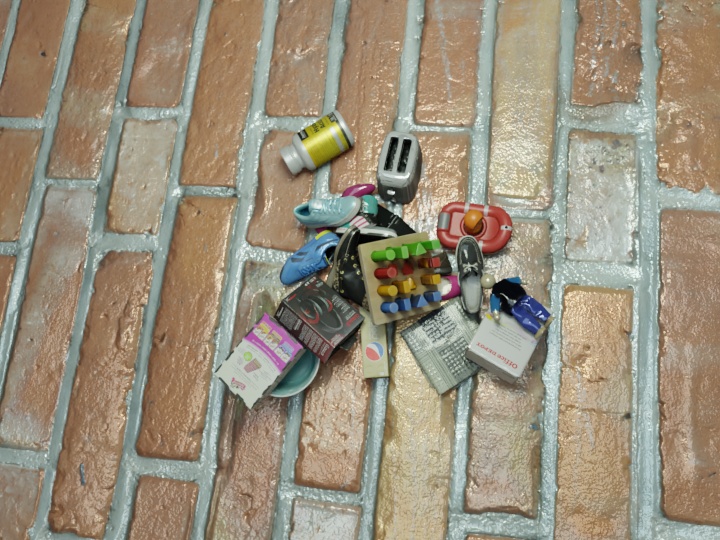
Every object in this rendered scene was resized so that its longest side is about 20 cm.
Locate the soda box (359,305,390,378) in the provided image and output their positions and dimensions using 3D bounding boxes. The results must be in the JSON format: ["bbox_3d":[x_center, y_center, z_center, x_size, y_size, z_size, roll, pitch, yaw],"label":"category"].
[{"bbox_3d":[0.038,0.181,1.702,0.067,0.064,0.202,-5,77,7],"label":"soda box"}]

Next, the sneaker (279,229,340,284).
[{"bbox_3d":[-0.134,-0.024,1.758,0.200,0.066,0.079,-40,51,0],"label":"sneaker"}]

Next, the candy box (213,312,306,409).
[{"bbox_3d":[-0.250,0.228,1.627,0.136,0.061,0.200,40,85,14],"label":"candy box"}]

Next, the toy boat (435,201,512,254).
[{"bbox_3d":[0.298,-0.120,1.697,0.198,0.131,0.132,8,79,10],"label":"toy boat"}]

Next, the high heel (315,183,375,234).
[{"bbox_3d":[-0.039,-0.165,1.787,0.198,0.067,0.097,-25,65,17],"label":"high heel"}]

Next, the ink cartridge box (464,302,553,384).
[{"bbox_3d":[0.371,0.160,1.629,0.144,0.084,0.201,29,71,13],"label":"ink cartridge box"}]

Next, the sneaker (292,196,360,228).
[{"bbox_3d":[-0.096,-0.159,1.717,0.198,0.082,0.075,-15,64,33],"label":"sneaker"}]

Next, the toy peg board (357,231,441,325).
[{"bbox_3d":[0.117,0.016,1.592,0.198,0.098,0.202,-13,94,-26],"label":"toy peg board"}]

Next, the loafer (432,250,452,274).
[{"bbox_3d":[0.143,-0.018,1.716,0.198,0.073,0.072,-4,87,-11],"label":"loafer"}]

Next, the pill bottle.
[{"bbox_3d":[-0.123,-0.352,1.819,0.199,0.111,0.112,-31,75,0],"label":"pill bottle"}]

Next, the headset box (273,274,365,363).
[{"bbox_3d":[-0.095,0.126,1.644,0.200,0.075,0.148,41,43,10],"label":"headset box"}]

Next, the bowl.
[{"bbox_3d":[-0.192,0.232,1.702,0.198,0.105,0.203,-2,77,9],"label":"bowl"}]

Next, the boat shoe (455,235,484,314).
[{"bbox_3d":[0.280,0.013,1.655,0.073,0.060,0.203,0,96,5],"label":"boat shoe"}]

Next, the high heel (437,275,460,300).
[{"bbox_3d":[0.187,0.039,1.695,0.197,0.096,0.068,-3,77,8],"label":"high heel"}]

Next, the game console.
[{"bbox_3d":[0.044,-0.060,1.779,0.176,0.116,0.201,41,86,-16],"label":"game console"}]

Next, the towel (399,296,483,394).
[{"bbox_3d":[0.231,0.197,1.692,0.191,0.035,0.201,-32,73,-3],"label":"towel"}]

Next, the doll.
[{"bbox_3d":[0.375,0.079,1.592,0.200,0.049,0.136,42,72,17],"label":"doll"}]

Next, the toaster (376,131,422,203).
[{"bbox_3d":[0.108,-0.290,1.763,0.112,0.129,0.202,13,79,10],"label":"toaster"}]

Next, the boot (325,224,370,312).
[{"bbox_3d":[0.000,0.000,1.656,0.150,0.073,0.202,30,114,22],"label":"boot"}]

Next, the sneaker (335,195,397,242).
[{"bbox_3d":[0.029,-0.136,1.712,0.199,0.083,0.122,10,76,41],"label":"sneaker"}]
